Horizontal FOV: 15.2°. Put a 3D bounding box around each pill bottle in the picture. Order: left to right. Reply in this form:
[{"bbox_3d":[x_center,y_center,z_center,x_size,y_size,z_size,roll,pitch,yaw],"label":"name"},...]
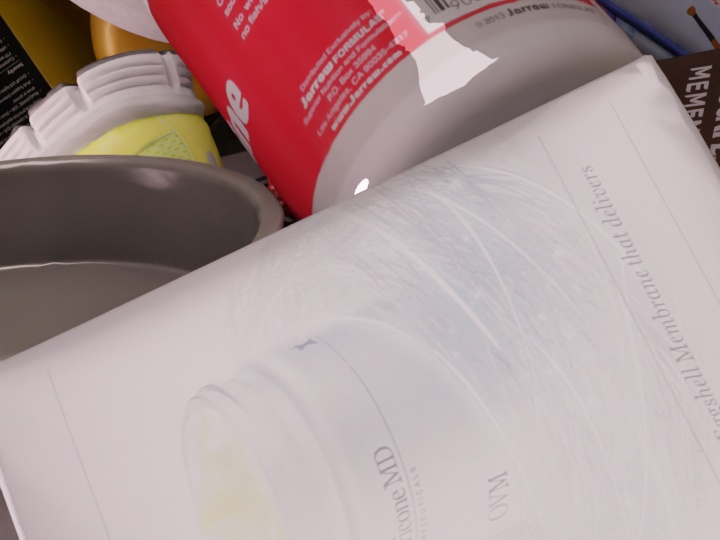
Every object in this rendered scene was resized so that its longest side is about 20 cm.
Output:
[{"bbox_3d":[-0.002,-0.085,0.842,0.112,0.113,0.200,-29,54,-11],"label":"pill bottle"}]

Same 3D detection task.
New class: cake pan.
[{"bbox_3d":[-0.119,0.012,0.806,0.199,0.037,0.200,-7,19,2],"label":"cake pan"}]

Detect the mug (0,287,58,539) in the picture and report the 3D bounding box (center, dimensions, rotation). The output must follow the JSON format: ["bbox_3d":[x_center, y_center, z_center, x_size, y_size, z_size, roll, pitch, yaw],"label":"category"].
[{"bbox_3d":[-0.143,0.071,0.893,0.153,0.150,0.187,-23,35,-17],"label":"mug"}]

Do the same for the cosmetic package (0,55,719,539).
[{"bbox_3d":[0.033,0.088,0.679,0.199,0.123,0.200,-26,58,1],"label":"cosmetic package"}]

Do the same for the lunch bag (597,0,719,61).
[{"bbox_3d":[0.116,-0.133,1.014,0.075,0.160,0.201,-32,30,50],"label":"lunch bag"}]

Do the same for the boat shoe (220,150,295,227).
[{"bbox_3d":[-0.011,-0.019,1.031,0.199,0.069,0.057,-19,64,-5],"label":"boat shoe"}]

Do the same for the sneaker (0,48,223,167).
[{"bbox_3d":[-0.118,0.013,0.973,0.200,0.091,0.078,-42,-18,30],"label":"sneaker"}]

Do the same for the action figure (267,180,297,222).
[{"bbox_3d":[0.000,0.000,0.922,0.065,0.099,0.201,-5,41,23],"label":"action figure"}]

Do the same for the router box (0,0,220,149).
[{"bbox_3d":[-0.115,-0.115,1.110,0.051,0.150,0.200,-30,10,28],"label":"router box"}]

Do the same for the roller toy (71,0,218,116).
[{"bbox_3d":[-0.056,-0.175,0.996,0.182,0.200,0.140,-36,12,-3],"label":"roller toy"}]

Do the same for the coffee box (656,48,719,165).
[{"bbox_3d":[0.089,0.017,0.875,0.114,0.080,0.200,-8,34,21],"label":"coffee box"}]
